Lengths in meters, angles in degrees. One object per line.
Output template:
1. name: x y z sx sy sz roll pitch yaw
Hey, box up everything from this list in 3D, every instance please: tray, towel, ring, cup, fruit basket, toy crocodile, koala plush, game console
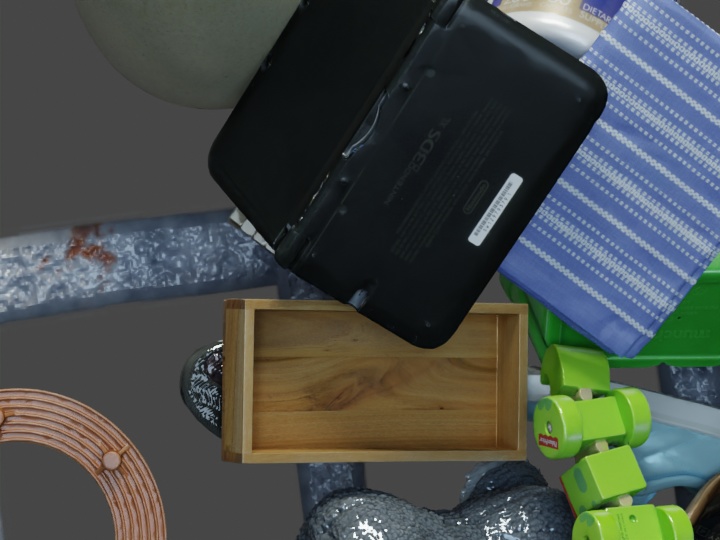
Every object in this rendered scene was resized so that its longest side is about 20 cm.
1. tray: 0.010 0.069 1.651 0.199 0.037 0.099 1 89 -27
2. towel: 0.165 -0.057 1.610 0.144 0.024 0.200 35 105 -12
3. ring: -0.227 0.179 1.757 0.199 0.019 0.202 0 90 -3
4. cup: -0.104 -0.214 1.670 0.199 0.143 0.202 -1 82 10
5. fruit basket: 0.192 -0.047 1.734 0.214 0.156 0.217 0 47 0
6. toy crocodile: 0.151 0.135 1.639 0.067 0.062 0.201 -6 67 -27
7. koala plush: 0.070 0.197 1.691 0.199 0.177 0.185 -21 122 -20
8. game console: 0.026 -0.087 1.615 0.175 0.116 0.201 30 106 -10

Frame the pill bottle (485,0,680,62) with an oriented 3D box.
1. pill bottle: 0.146 -0.183 1.685 0.115 0.116 0.201 25 55 -3

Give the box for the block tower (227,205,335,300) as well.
1. block tower: 0.000 0.000 1.748 0.200 0.054 0.058 38 88 -3

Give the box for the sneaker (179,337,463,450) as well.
1. sneaker: -0.041 0.085 1.710 0.199 0.115 0.076 11 86 -27

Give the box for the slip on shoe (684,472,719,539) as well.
1. slip on shoe: 0.208 0.207 1.673 0.076 0.200 0.061 13 132 27

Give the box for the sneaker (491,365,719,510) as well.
1. sneaker: 0.168 0.115 1.743 0.199 0.074 0.083 14 88 -9
